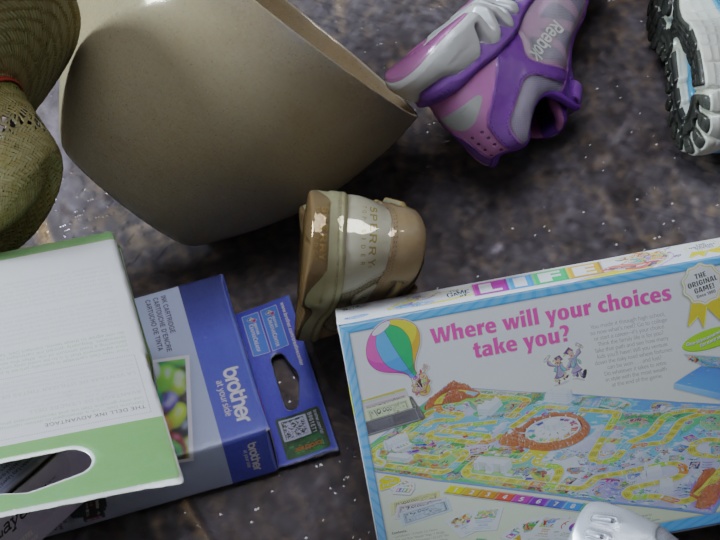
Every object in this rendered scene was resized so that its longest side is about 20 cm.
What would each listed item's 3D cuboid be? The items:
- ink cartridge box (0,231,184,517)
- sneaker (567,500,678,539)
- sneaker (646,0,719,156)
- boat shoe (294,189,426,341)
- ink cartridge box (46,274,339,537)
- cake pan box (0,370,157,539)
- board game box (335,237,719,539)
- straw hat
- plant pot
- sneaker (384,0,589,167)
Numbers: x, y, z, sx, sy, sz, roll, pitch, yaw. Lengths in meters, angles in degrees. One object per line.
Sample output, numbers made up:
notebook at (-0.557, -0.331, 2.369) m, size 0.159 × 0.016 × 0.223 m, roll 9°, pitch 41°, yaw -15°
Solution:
ink cartridge box at (-0.168, 0.066, 1.427) m, size 0.145 × 0.048 × 0.200 m, roll -11°, pitch 39°, yaw -9°
sneaker at (0.086, 0.175, 1.394) m, size 0.199 × 0.075 × 0.115 m, roll -3°, pitch 45°, yaw 1°
sneaker at (0.215, -0.137, 1.685) m, size 0.089 × 0.079 × 0.201 m, roll 6°, pitch 48°, yaw -10°
boat shoe at (0.000, 0.000, 1.519) m, size 0.064 × 0.200 × 0.072 m, roll 2°, pitch 86°, yaw -2°
ink cartridge box at (-0.121, 0.070, 1.557) m, size 0.199 × 0.042 × 0.120 m, roll -14°, pitch 46°, yaw -5°
cake pan box at (-0.229, 0.085, 1.486) m, size 0.184 × 0.053 × 0.200 m, roll 21°, pitch 46°, yaw 30°
board game box at (0.097, 0.068, 1.453) m, size 0.199 × 0.135 × 0.034 m, roll -10°, pitch 13°, yaw 0°
straw hat at (-0.200, -0.050, 1.507) m, size 0.201 × 0.201 × 0.085 m, roll -33°, pitch 70°, yaw -20°
plant pot at (-0.087, -0.094, 1.625) m, size 0.135 × 0.200 × 0.200 m, roll -51°, pitch 51°, yaw 7°
sneaker at (0.092, -0.120, 1.679) m, size 0.089 × 0.080 × 0.200 m, roll 51°, pitch 40°, yaw -4°
